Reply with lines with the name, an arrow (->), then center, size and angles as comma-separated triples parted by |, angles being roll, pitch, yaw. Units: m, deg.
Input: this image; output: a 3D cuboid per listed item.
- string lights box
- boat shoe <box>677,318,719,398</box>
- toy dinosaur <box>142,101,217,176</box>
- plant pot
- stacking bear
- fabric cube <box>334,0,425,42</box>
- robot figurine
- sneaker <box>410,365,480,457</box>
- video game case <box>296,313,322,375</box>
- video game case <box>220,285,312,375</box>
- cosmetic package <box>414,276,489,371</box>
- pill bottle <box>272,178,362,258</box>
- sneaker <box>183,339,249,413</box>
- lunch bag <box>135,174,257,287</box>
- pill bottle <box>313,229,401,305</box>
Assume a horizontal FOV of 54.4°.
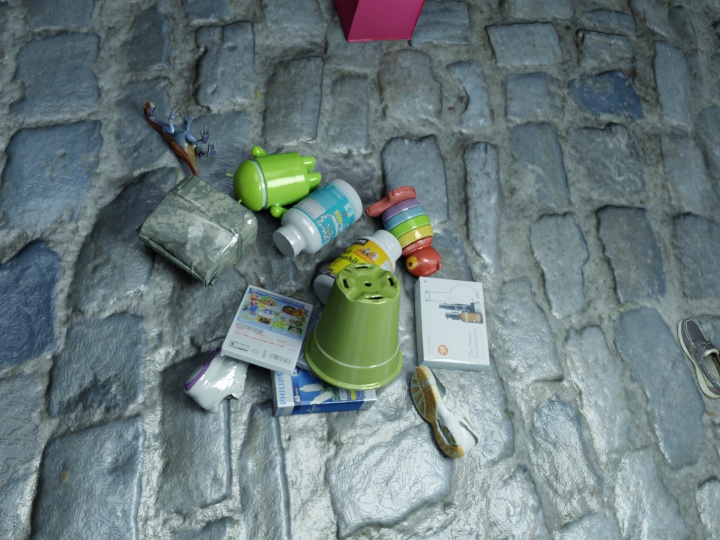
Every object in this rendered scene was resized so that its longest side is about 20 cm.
string lights box -> -0.077, 0.230, 1.413 | 0.200, 0.059, 0.103 | -2, 61, -17
boat shoe -> 0.824, 0.201, 1.671 | 0.072, 0.065, 0.200 | -3, 63, -15
toy dinosaur -> -0.424, -0.309, 1.586 | 0.181, 0.105, 0.200 | 13, 72, 15
plant pot -> 0.000, 0.092, 1.351 | 0.200, 0.190, 0.200 | 7, 36, -5
stacking bear -> 0.116, -0.078, 1.601 | 0.114, 0.121, 0.200 | -13, 76, -49
fabric cube -> 0.050, -0.758, 1.880 | 0.200, 0.196, 0.199 | -8, 66, -20
robot figurine -> -0.193, -0.200, 1.571 | 0.200, 0.116, 0.176 | -15, 76, -21
sneaker -> 0.177, 0.286, 1.458 | 0.088, 0.076, 0.200 | -13, 70, -38
video game case -> -0.080, 0.153, 1.422 | 0.200, 0.019, 0.143 | 22, 38, 13
video game case -> -0.182, 0.115, 1.402 | 0.143, 0.018, 0.200 | 18, 37, -4
cosmetic package -> 0.200, 0.118, 1.554 | 0.151, 0.052, 0.200 | 4, 62, -10
pill bottle -> -0.098, -0.111, 1.555 | 0.111, 0.111, 0.200 | 45, 62, 10
sneaker -> -0.257, 0.196, 1.389 | 0.100, 0.075, 0.200 | 52, 56, -14
lunch bag -> -0.339, -0.077, 1.455 | 0.200, 0.139, 0.168 | 36, 59, 5
pill bottle -> 0.000, 0.000, 1.525 | 0.109, 0.109, 0.200 | 42, 60, 8
